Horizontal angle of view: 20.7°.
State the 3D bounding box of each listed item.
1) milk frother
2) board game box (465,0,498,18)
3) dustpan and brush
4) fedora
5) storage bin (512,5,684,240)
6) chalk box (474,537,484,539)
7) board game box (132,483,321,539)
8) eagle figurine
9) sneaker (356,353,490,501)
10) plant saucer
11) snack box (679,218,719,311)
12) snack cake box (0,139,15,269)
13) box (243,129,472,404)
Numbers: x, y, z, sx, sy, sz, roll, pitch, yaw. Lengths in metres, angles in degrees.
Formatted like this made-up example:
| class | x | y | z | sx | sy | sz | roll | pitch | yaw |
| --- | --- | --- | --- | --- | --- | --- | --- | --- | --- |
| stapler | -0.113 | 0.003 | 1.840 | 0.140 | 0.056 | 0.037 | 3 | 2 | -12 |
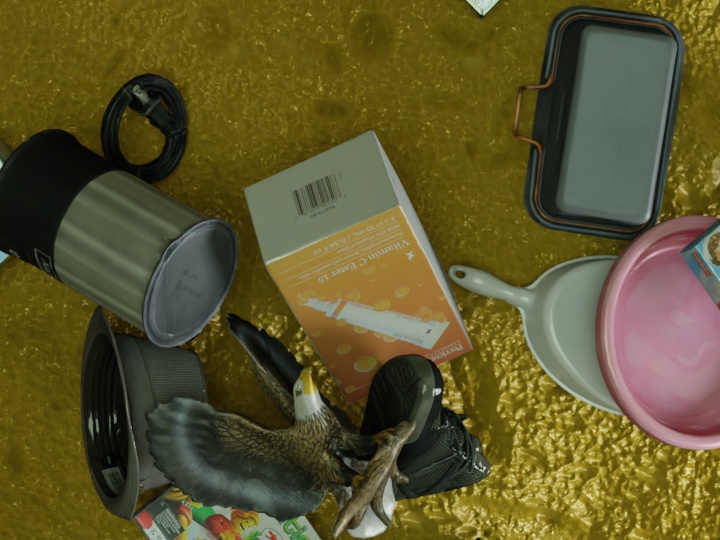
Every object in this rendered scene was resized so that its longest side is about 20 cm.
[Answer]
| class | x | y | z | sx | sy | sz | roll | pitch | yaw |
| --- | --- | --- | --- | --- | --- | --- | --- | --- | --- |
| milk frother | -0.177 | -0.058 | 1.676 | 0.187 | 0.180 | 0.201 | 28 | 89 | 26 |
| board game box | 0.130 | -0.341 | 1.737 | 0.135 | 0.029 | 0.200 | 44 | 95 | -2 |
| dustpan and brush | 0.174 | 0.034 | 1.753 | 0.198 | 0.057 | 0.141 | 22 | 81 | -10 |
| fedora | -0.184 | 0.122 | 1.724 | 0.089 | 0.201 | 0.178 | -6 | 51 | -21 |
| storage bin | 0.205 | -0.129 | 1.697 | 0.144 | 0.134 | 0.202 | 9 | 94 | 2 |
| chalk box | 0.116 | 0.324 | 1.742 | 0.199 | 0.125 | 0.124 | 35 | 95 | -2 |
| board game box | -0.098 | 0.264 | 1.772 | 0.126 | 0.035 | 0.201 | -36 | 94 | -14 |
| eagle figurine | -0.056 | 0.134 | 1.643 | 0.199 | 0.151 | 0.152 | 17 | 99 | 28 |
| sneaker | 0.063 | 0.134 | 1.715 | 0.113 | 0.200 | 0.077 | -7 | 53 | -17 |
| plant saucer | 0.286 | 0.054 | 1.720 | 0.199 | 0.051 | 0.203 | 1 | 87 | -23 |
| snack box | 0.383 | -0.028 | 1.709 | 0.199 | 0.037 | 0.117 | -38 | 93 | -19 |
| snack cake box | -0.381 | -0.027 | 1.767 | 0.200 | 0.067 | 0.115 | -39 | 92 | 5 |
| box | 0.000 | 0.000 | 1.681 | 0.123 | 0.098 | 0.201 | -24 | 136 | 6 |
